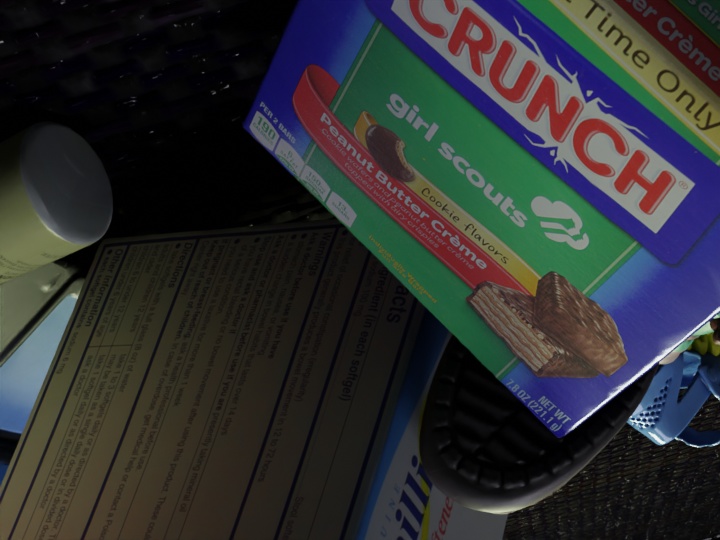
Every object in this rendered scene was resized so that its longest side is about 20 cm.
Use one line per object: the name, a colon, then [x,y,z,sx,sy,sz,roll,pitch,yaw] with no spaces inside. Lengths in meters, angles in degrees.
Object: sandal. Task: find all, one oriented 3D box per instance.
sandal: [0.214,0.087,1.266,0.199,0.088,0.079,1,158,-39]

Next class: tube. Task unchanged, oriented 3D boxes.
tube: [-0.188,-0.001,0.708,0.199,0.052,0.058,-22,131,30]

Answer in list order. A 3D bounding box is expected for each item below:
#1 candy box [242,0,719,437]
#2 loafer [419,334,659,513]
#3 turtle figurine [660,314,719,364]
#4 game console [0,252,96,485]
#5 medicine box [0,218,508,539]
candy box: [0.062,-0.054,0.556,0.077,0.169,0.200,-43,175,-28]
loafer: [0.089,0.025,0.692,0.200,0.073,0.071,-50,164,-31]
turtle figurine: [0.220,0.001,1.002,0.148,0.102,0.200,-13,168,-10]
game console: [-0.136,0.099,0.841,0.172,0.119,0.200,-45,154,11]
medicine box: [-0.043,0.082,0.737,0.198,0.183,0.103,-3,144,34]
